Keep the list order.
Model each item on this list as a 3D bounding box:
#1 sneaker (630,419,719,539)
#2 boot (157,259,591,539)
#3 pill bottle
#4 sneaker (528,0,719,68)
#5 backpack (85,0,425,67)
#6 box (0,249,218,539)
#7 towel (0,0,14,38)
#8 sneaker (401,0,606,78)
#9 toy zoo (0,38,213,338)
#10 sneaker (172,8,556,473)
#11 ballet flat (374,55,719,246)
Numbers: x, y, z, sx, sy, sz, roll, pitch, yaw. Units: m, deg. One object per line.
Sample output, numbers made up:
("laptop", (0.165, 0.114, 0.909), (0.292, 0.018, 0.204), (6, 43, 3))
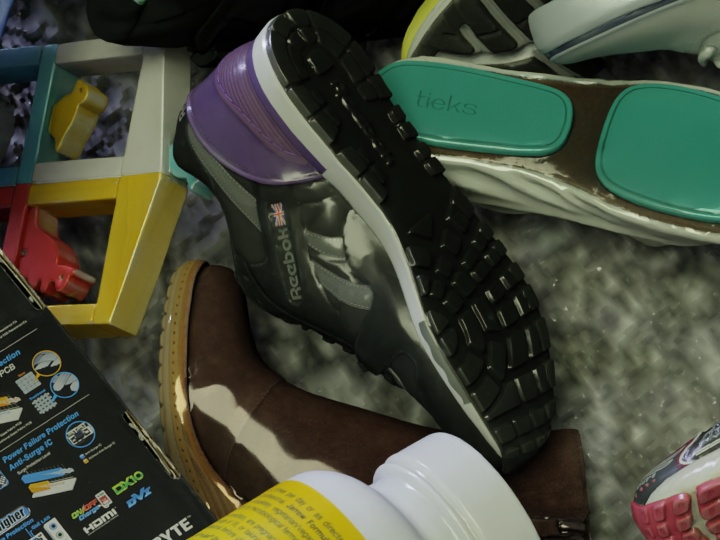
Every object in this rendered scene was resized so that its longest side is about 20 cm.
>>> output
("sneaker", (0.190, 0.045, 1.059), (0.200, 0.081, 0.075), (-33, 50, -4))
("boot", (0.007, 0.080, 1.119), (0.166, 0.072, 0.201), (-9, 67, 2))
("pill bottle", (-0.031, 0.143, 0.992), (0.200, 0.113, 0.112), (-30, 63, -21))
("sneaker", (0.169, -0.103, 1.100), (0.199, 0.073, 0.071), (-14, 90, 3))
("backpack", (-0.020, -0.192, 1.110), (0.163, 0.200, 0.154), (-5, 66, -25))
("box", (-0.184, 0.094, 1.059), (0.200, 0.050, 0.199), (-34, 67, -20))
("towel", (-0.245, -0.069, 1.110), (0.199, 0.024, 0.145), (11, 76, 23))
("sneaker", (0.089, -0.151, 1.164), (0.200, 0.078, 0.090), (-44, 39, 5))
("toy zoo", (-0.142, -0.034, 1.184), (0.200, 0.020, 0.132), (-2, 71, 37))
("sneaker", (0.000, 0.000, 1.100), (0.088, 0.076, 0.200), (-35, 83, 35))
("ballet flat", (0.096, -0.043, 1.122), (0.199, 0.069, 0.070), (12, 76, 17))
